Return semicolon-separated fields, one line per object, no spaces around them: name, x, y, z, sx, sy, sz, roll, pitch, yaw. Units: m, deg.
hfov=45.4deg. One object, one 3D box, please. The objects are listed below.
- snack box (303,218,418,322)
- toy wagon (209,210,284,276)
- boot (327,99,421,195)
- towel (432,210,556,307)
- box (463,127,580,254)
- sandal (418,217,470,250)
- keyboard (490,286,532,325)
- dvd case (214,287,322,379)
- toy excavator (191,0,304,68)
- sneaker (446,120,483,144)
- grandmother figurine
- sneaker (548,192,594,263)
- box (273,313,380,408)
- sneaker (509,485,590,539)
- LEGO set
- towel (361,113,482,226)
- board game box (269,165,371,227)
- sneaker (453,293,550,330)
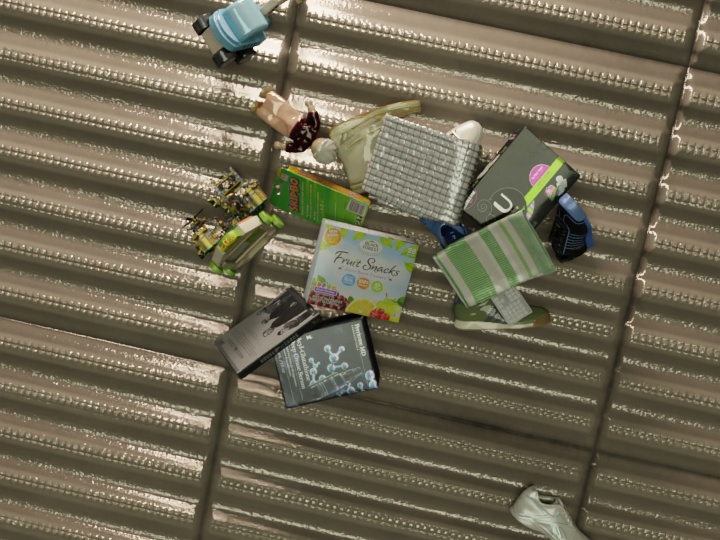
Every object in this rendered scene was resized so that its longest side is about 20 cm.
snack box;0.000;0.000;1.750;0.198;0.068;0.170;13;101;-13
toy wagon;-0.236;-0.057;1.715;0.155;0.200;0.040;-44;78;7
boot;0.048;-0.248;1.738;0.198;0.072;0.156;-19;94;13
towel;0.258;-0.017;1.667;0.199;0.023;0.153;-25;118;25
box;0.309;-0.160;1.707;0.148;0.124;0.200;39;99;-2
sandal;0.173;-0.088;1.732;0.079;0.087;0.201;-40;76;10
keyboard;0.269;0.016;1.745;0.056;0.011;0.201;-28;71;-10
dvd case;-0.188;0.122;1.736;0.199;0.150;0.025;-36;122;-11
toy excavator;-0.201;-0.503;1.703;0.199;0.194;0.100;-29;95;35
sneaker;0.158;-0.235;1.714;0.200;0.085;0.073;-41;55;2
grandmother figurine;-0.126;-0.289;1.737;0.200;0.060;0.122;42;120;8
sneaker;0.405;-0.075;1.683;0.078;0.200;0.070;-36;56;4
box;-0.071;0.183;1.780;0.198;0.107;0.150;-14;95;4
sneaker;0.416;0.528;1.809;0.199;0.070;0.081;31;95;0
LEGO set;-0.285;-0.131;1.737;0.200;0.154;0.116;-41;93;4
towel;0.117;-0.190;1.643;0.198;0.086;0.167;20;101;15
board game box;-0.084;-0.141;1.763;0.198;0.030;0.096;21;126;-1
sneaker;0.286;0.070;1.762;0.198;0.067;0.091;-3;102;7
